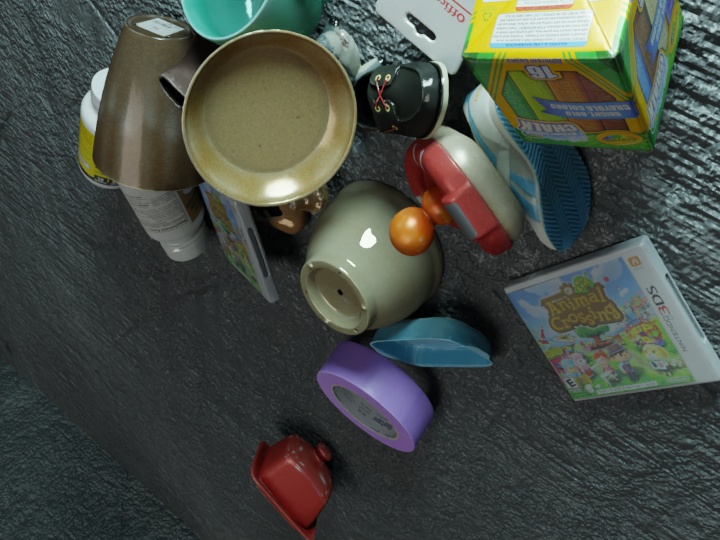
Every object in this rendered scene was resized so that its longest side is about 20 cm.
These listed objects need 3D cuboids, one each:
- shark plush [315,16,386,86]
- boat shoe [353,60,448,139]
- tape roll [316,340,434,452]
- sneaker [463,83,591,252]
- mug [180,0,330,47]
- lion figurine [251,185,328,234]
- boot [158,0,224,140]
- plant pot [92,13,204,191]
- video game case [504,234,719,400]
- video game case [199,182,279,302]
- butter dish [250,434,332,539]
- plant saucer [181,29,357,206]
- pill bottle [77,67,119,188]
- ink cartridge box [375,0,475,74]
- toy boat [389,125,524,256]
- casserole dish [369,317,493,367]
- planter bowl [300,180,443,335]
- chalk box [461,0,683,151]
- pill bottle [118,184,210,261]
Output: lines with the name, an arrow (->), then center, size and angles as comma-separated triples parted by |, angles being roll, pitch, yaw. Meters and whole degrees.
shark plush -> -0.053, -0.219, 0.814 | 0.091, 0.083, 0.200 | 47, 142, -1
boat shoe -> 0.037, -0.179, 0.701 | 0.201, 0.061, 0.076 | -148, 59, -71
tape roll -> 0.023, 0.208, 1.089 | 0.197, 0.066, 0.202 | 32, 156, 16
sneaker -> 0.178, -0.112, 0.702 | 0.203, 0.076, 0.080 | 59, 164, -21
mug -> -0.100, -0.306, 0.729 | 0.185, 0.113, 0.154 | 47, 113, 25
lion figurine -> -0.104, -0.101, 0.982 | 0.120, 0.074, 0.201 | 30, 163, 4
boot -> -0.187, -0.266, 0.801 | 0.201, 0.167, 0.072 | 48, 133, -5
plant pot -> -0.296, -0.254, 0.965 | 0.184, 0.186, 0.205 | 29, 127, 20
video game case -> 0.290, 0.067, 0.781 | 0.198, 0.022, 0.184 | -23, 104, 51
video game case -> -0.204, -0.064, 1.078 | 0.199, 0.022, 0.186 | 37, 148, 51
butter dish -> -0.121, 0.429, 1.409 | 0.201, 0.147, 0.200 | 48, -177, -5
plant saucer -> -0.101, -0.170, 0.740 | 0.036, 0.194, 0.205 | -116, 15, -51
pill bottle -> -0.421, -0.242, 1.129 | 0.111, 0.111, 0.201 | 42, 142, 4
ink cartridge box -> 0.101, -0.300, 0.606 | 0.115, 0.067, 0.201 | 41, 142, 7
toy boat -> 0.085, -0.069, 0.719 | 0.130, 0.201, 0.131 | -39, 105, 8
casserole dish -> 0.101, 0.103, 0.947 | 0.120, 0.040, 0.197 | 28, 157, -35
planter bowl -> 0.000, 0.000, 0.913 | 0.196, 0.135, 0.205 | 25, 137, 25
chalk box -> 0.186, -0.181, 0.549 | 0.122, 0.128, 0.198 | 11, 170, 36
pill bottle -> -0.331, -0.116, 1.138 | 0.112, 0.115, 0.203 | 22, 148, 28
